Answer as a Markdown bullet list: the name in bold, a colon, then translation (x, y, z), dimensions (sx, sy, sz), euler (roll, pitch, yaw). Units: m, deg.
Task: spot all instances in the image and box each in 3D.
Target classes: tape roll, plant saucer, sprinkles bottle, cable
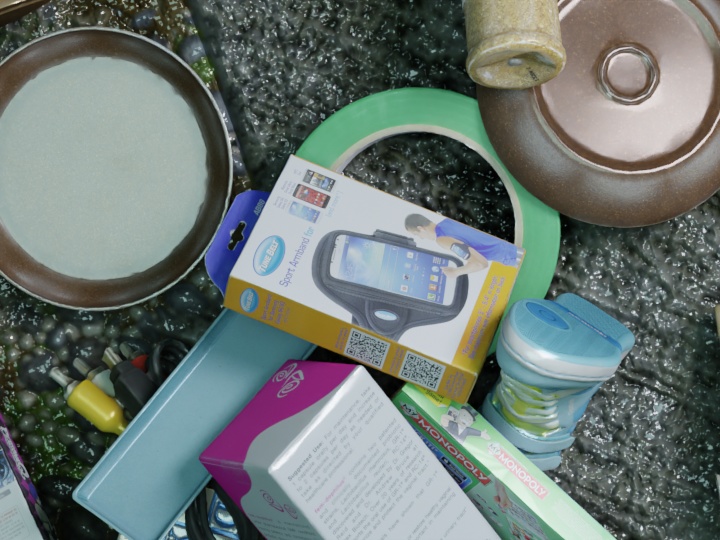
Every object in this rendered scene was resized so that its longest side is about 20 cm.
- **tape roll**: translation (0.040, -0.028, 1.559), dimensions (0.200, 0.048, 0.201), euler (0, 93, 4)
- **plant saucer**: translation (-0.188, -0.072, 1.582), dimensions (0.199, 0.032, 0.201), euler (0, 92, 5)
- **sprinkles bottle**: translation (0.097, -0.223, 1.499), dimensions (0.068, 0.068, 0.201), euler (-5, 67, 4)
- **cable**: translation (-0.127, 0.124, 1.550), dimensions (0.200, 0.097, 0.050), euler (52, 138, 17)
- **plant saucer**: translation (-0.108, 0.099, 1.515), dimensions (0.070, 0.019, 0.200), euler (33, 69, 15)
- **plant saucer**: translation (0.180, -0.131, 1.524), dimensions (0.200, 0.037, 0.201), euler (1, 81, -6)

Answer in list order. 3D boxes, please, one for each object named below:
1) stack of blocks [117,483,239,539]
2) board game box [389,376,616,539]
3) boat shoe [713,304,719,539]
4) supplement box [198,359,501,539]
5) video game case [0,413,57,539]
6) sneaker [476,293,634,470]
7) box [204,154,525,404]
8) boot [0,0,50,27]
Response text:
- **stack of blocks**: translation (-0.153, 0.239, 1.579), dimensions (0.115, 0.059, 0.201), euler (16, 94, 3)
- **board game box**: translation (0.088, 0.161, 1.525), dimensions (0.200, 0.135, 0.029), euler (43, 61, 1)
- **boat shoe**: translation (0.274, 0.121, 1.543), dimensions (0.062, 0.073, 0.201), euler (2, 82, 10)
- **supplement box**: translation (0.002, 0.165, 1.492), dimensions (0.103, 0.101, 0.200), euler (-48, 114, -22)
- **video game case**: translation (-0.328, 0.181, 1.574), dimensions (0.200, 0.036, 0.182), euler (-30, 71, 5)
- **sneaker**: translation (0.116, 0.088, 1.490), dimensions (0.079, 0.200, 0.131), euler (36, 103, 17)
- **box**: translation (0.000, 0.000, 1.487), dimensions (0.199, 0.042, 0.119), euler (23, 51, 2)
- **boot**: translation (-0.320, -0.238, 1.571), dimensions (0.199, 0.077, 0.156), euler (-10, 88, 12)
